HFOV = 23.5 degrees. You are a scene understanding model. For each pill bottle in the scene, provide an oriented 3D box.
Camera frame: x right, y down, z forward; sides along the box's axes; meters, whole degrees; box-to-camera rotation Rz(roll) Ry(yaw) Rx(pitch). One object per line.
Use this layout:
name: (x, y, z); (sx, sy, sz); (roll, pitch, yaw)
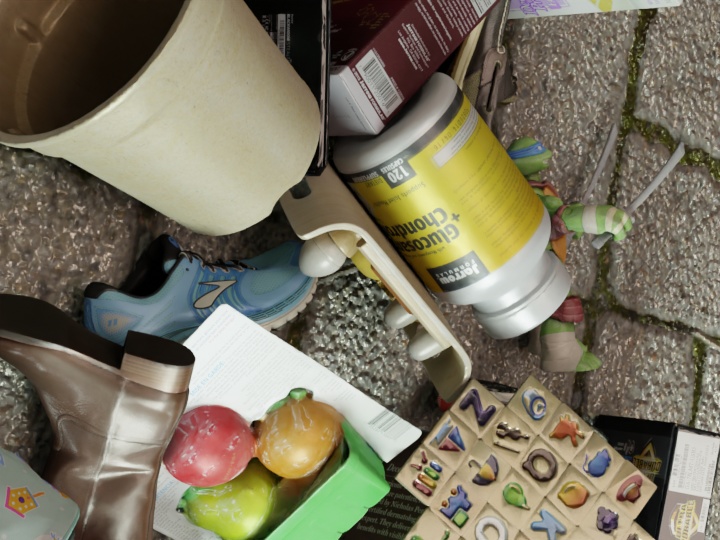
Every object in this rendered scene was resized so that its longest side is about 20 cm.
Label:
pill bottle: (0.076, -0.046, 1.336); (0.112, 0.112, 0.200); (-49, 114, -27)

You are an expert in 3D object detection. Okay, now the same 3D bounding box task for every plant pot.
plant pot: (-0.130, -0.124, 1.172); (0.183, 0.200, 0.201); (41, 67, -44)

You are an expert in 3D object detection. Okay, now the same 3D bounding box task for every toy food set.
toy food set: (0.000, 0.000, 1.316); (0.060, 0.144, 0.200); (-36, 124, 5)

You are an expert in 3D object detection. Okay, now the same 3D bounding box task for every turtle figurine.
turtle figurine: (0.196, -0.021, 1.473); (0.200, 0.144, 0.194); (-11, 104, -35)

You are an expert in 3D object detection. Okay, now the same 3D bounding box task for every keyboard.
keyboard: (-0.062, -0.170, 1.280); (0.040, 0.104, 0.200); (-3, 95, -63)

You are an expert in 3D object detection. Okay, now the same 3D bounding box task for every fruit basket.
fruit basket: (-0.086, 0.128, 1.253); (0.200, 0.094, 0.185); (36, 109, -26)

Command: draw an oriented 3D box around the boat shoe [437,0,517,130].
boat shoe: (0.096, -0.150, 1.416); (0.065, 0.073, 0.200); (18, 90, -9)

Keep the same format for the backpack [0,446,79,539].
backpack: (-0.267, 0.180, 1.058); (0.153, 0.200, 0.176); (46, 66, -15)

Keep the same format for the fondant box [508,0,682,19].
fondant box: (0.156, -0.273, 1.384); (0.144, 0.200, 0.058); (46, 66, -33)

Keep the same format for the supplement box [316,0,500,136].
supplement box: (0.023, -0.188, 1.337); (0.200, 0.109, 0.061); (-49, 121, -28)

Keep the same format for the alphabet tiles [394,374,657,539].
alphabet tiles: (0.128, 0.182, 1.296); (0.200, 0.006, 0.166); (42, 70, -5)

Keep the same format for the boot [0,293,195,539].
boot: (-0.219, 0.127, 1.184); (0.186, 0.064, 0.200); (17, 111, 0)

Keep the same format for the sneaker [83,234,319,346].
sneaker: (-0.114, 0.012, 1.257); (0.200, 0.078, 0.090); (-24, 104, -37)

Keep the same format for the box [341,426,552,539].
box: (0.089, 0.257, 1.385); (0.166, 0.164, 0.200); (42, 67, -33)

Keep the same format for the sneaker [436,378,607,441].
sneaker: (0.138, 0.149, 1.481); (0.200, 0.077, 0.085); (27, 81, -37)

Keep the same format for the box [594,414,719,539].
box: (0.236, 0.228, 1.486); (0.050, 0.200, 0.199); (14, 86, -11)
